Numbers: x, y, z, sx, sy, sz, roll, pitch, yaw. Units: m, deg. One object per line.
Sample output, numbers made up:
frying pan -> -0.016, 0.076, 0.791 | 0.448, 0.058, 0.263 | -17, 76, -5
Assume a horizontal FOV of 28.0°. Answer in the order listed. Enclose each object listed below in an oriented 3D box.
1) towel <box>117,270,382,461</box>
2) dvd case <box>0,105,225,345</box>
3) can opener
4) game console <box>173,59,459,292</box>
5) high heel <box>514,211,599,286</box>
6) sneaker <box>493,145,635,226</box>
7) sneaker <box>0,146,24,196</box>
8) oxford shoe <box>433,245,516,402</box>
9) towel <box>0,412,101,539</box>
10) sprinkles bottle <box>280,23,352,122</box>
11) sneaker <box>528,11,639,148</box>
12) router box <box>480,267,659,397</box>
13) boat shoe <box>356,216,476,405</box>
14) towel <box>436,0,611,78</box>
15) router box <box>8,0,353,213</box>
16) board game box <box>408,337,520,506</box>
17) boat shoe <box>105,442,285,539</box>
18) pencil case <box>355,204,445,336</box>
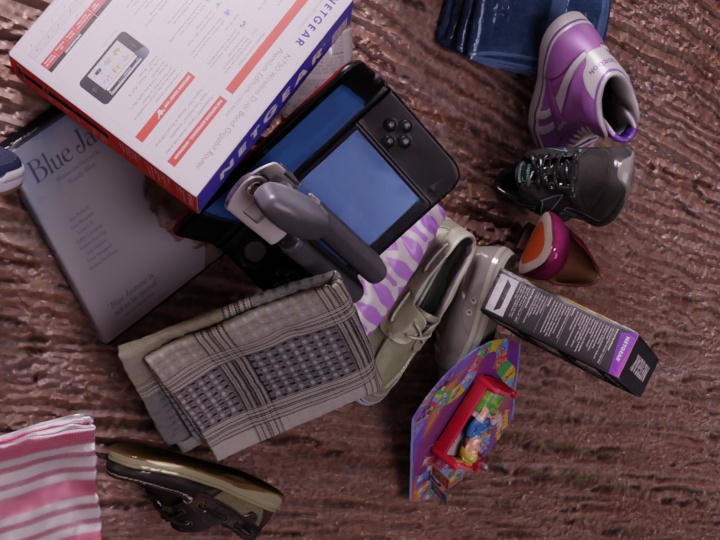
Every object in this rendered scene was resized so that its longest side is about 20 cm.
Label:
towel -> -0.088, 0.088, 1.219 | 0.198, 0.035, 0.193 | -20, 147, 0
dvd case -> -0.196, -0.057, 1.182 | 0.142, 0.017, 0.201 | -39, 127, -23
can opener -> -0.035, -0.020, 1.148 | 0.053, 0.067, 0.200 | -40, 142, 7
game console -> -0.029, -0.058, 1.183 | 0.200, 0.119, 0.172 | -41, 111, 8
high heel -> 0.206, -0.011, 1.415 | 0.095, 0.200, 0.068 | 27, 99, -1
sneaker -> 0.196, -0.082, 1.392 | 0.079, 0.200, 0.076 | 14, 81, -17
sneaker -> -0.324, -0.112, 1.018 | 0.199, 0.070, 0.110 | 3, 106, -38
oxford shoe -> 0.103, 0.059, 1.457 | 0.075, 0.057, 0.202 | -38, 147, -58
towel -> -0.280, 0.227, 1.206 | 0.145, 0.030, 0.202 | -16, 116, -35
sprinkles bottle -> -0.038, -0.161, 1.244 | 0.068, 0.068, 0.202 | -17, 116, -35
sneaker -> 0.220, -0.142, 1.403 | 0.072, 0.115, 0.201 | -29, 148, -9
router box -> 0.212, 0.065, 1.435 | 0.051, 0.148, 0.200 | -63, 161, -1
boat shoe -> 0.045, 0.040, 1.391 | 0.072, 0.062, 0.202 | 23, 91, -43
towel -> 0.167, -0.246, 1.402 | 0.199, 0.048, 0.113 | 5, 101, -41
router box -> -0.133, -0.177, 1.096 | 0.201, 0.179, 0.049 | -52, 176, -13
board game box -> 0.119, 0.162, 1.473 | 0.157, 0.039, 0.201 | -33, 144, -29
boat shoe -> -0.147, 0.202, 1.280 | 0.199, 0.073, 0.065 | 25, 84, -43
pencil case -> 0.000, 0.000, 1.322 | 0.201, 0.083, 0.086 | -58, 166, -10
